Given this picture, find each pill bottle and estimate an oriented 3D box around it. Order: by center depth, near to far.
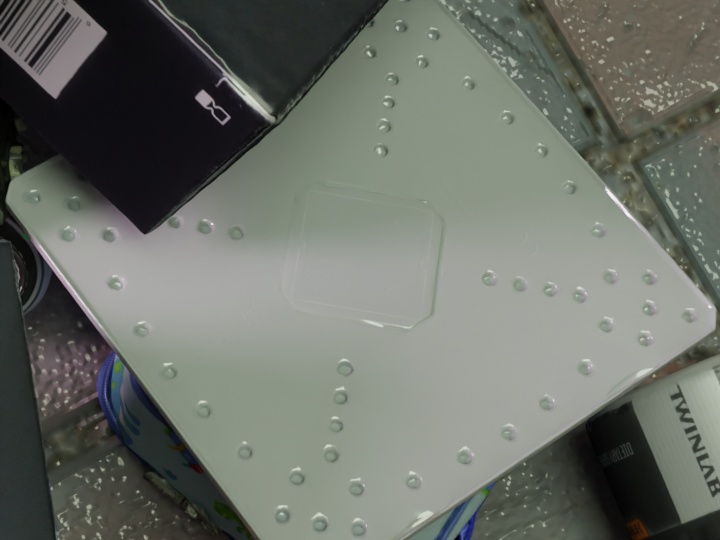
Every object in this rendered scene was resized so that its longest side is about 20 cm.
[{"bbox_3d":[0.180,0.134,0.866,0.106,0.106,0.200,-18,80,-23],"label":"pill bottle"}]

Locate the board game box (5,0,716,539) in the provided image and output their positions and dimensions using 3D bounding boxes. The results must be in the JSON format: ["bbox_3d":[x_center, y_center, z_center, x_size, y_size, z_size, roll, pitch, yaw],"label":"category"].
[{"bbox_3d":[0.000,0.000,0.780,0.200,0.026,0.200,-31,68,-22],"label":"board game box"}]

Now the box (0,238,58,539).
[{"bbox_3d":[-0.233,0.075,0.666,0.200,0.198,0.123,-3,74,-34],"label":"box"}]

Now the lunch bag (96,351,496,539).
[{"bbox_3d":[0.002,0.029,0.848,0.161,0.082,0.200,38,65,-5],"label":"lunch bag"}]

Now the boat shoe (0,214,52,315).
[{"bbox_3d":[-0.217,-0.019,0.781,0.200,0.066,0.070,21,101,-10],"label":"boat shoe"}]

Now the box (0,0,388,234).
[{"bbox_3d":[-0.070,-0.157,0.742,0.197,0.117,0.200,44,57,-7],"label":"box"}]

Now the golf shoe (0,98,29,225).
[{"bbox_3d":[-0.178,-0.083,0.805,0.088,0.077,0.200,-9,45,-2],"label":"golf shoe"}]
